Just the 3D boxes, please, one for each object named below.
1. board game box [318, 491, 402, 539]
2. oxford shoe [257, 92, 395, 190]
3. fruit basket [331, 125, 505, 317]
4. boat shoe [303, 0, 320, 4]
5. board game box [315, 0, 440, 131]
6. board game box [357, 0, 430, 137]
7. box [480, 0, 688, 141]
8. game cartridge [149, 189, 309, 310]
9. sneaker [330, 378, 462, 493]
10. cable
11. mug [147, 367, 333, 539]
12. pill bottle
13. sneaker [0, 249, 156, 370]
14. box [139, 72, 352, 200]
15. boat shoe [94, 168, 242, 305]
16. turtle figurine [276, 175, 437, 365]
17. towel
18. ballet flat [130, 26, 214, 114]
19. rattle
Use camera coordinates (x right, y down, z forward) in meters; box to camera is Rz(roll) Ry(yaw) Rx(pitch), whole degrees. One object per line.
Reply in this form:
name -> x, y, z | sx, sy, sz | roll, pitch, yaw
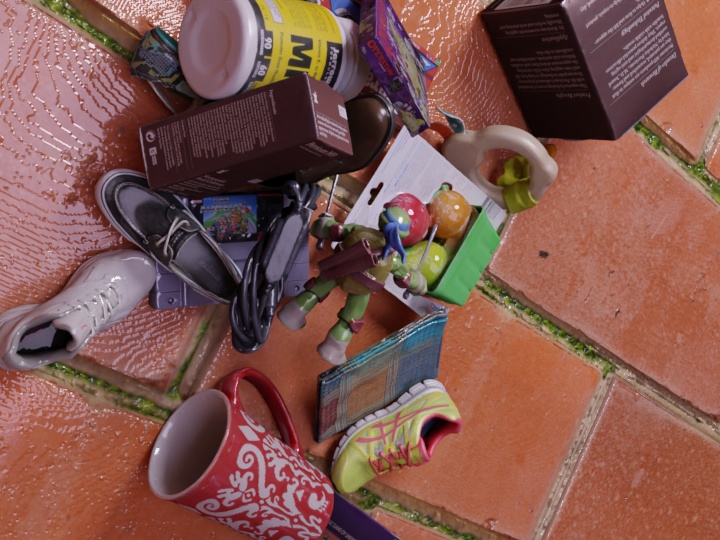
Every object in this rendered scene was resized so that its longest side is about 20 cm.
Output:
board game box -> -0.032, 0.374, 1.154 | 0.057, 0.199, 0.166 | 44, 75, -28
oxford shoe -> -0.042, -0.132, 1.046 | 0.084, 0.199, 0.073 | -26, 89, -51
fruit basket -> 0.077, -0.053, 1.220 | 0.199, 0.094, 0.187 | 35, 80, -21
boat shoe -> -0.072, -0.328, 1.076 | 0.198, 0.073, 0.063 | -21, 108, -21
board game box -> 0.006, -0.265, 1.167 | 0.199, 0.019, 0.104 | 29, 84, -32
board game box -> 0.038, -0.246, 1.078 | 0.032, 0.201, 0.120 | -30, 118, 19
box -> 0.298, -0.302, 1.254 | 0.164, 0.165, 0.201 | -40, 117, -20
game cartridge -> -0.150, -0.027, 1.105 | 0.198, 0.038, 0.132 | -5, 106, -31
sneaker -> 0.049, 0.227, 1.227 | 0.199, 0.090, 0.079 | -38, 132, -9
cable -> -0.098, -0.005, 1.042 | 0.050, 0.163, 0.203 | 20, 97, -3
mug -> -0.121, 0.229, 1.116 | 0.200, 0.133, 0.179 | 41, 79, -34
pill bottle -> -0.086, -0.235, 1.016 | 0.199, 0.113, 0.116 | -6, 103, -48
sneaker -> -0.292, 0.049, 0.990 | 0.199, 0.099, 0.079 | -37, 116, -21
box -> -0.118, -0.135, 0.984 | 0.100, 0.197, 0.076 | 8, 68, -68
boat shoe -> -0.196, -0.037, 1.017 | 0.200, 0.071, 0.072 | 40, 83, -24
turtle figurine -> 0.000, 0.000, 1.120 | 0.143, 0.201, 0.195 | 31, 106, -27
towel -> 0.027, 0.137, 1.211 | 0.198, 0.022, 0.148 | -27, 145, -25
ballet flat -> -0.170, -0.190, 1.052 | 0.199, 0.074, 0.075 | 34, 81, -30
rattle -> 0.173, -0.182, 1.263 | 0.198, 0.130, 0.144 | 29, 63, -2
